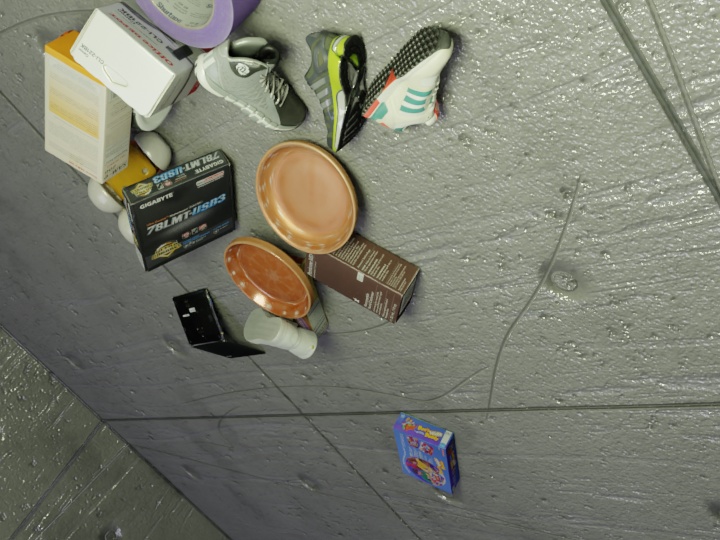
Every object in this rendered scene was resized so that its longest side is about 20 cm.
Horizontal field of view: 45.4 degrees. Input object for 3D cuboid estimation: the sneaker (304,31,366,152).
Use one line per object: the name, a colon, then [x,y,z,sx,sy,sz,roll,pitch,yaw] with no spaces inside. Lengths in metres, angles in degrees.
sneaker: [-0.038,-0.262,1.250,0.080,0.074,0.202,30,143,25]

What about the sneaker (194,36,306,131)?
sneaker: [-0.136,-0.277,1.264,0.198,0.077,0.114,20,149,-38]

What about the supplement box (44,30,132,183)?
supplement box: [-0.437,-0.260,1.384,0.124,0.074,0.202,30,132,11]

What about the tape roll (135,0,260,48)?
tape roll: [-0.237,-0.422,1.204,0.197,0.086,0.202,25,147,17]

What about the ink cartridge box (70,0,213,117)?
ink cartridge box: [-0.316,-0.324,1.286,0.144,0.201,0.084,39,115,-7]

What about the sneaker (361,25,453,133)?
sneaker: [0.083,-0.249,1.159,0.092,0.072,0.199,26,150,-20]

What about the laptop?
laptop: [-0.346,0.133,2.094,0.176,0.102,0.204,-13,99,50]

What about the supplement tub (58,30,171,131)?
supplement tub: [-0.423,-0.327,1.463,0.197,0.123,0.124,26,147,15]

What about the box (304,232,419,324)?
box: [0.000,0.000,1.539,0.197,0.075,0.101,30,148,13]

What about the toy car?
toy car: [-0.418,-0.164,1.664,0.201,0.174,0.150,50,179,-24]

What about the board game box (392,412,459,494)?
board game box: [0.152,0.418,1.960,0.132,0.045,0.202,18,144,25]

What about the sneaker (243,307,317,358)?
sneaker: [-0.160,0.136,1.758,0.114,0.075,0.199,28,173,-27]

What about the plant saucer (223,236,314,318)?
plant saucer: [-0.173,0.011,1.651,0.197,0.033,0.202,25,146,18]

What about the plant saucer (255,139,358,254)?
plant saucer: [-0.087,-0.126,1.447,0.197,0.037,0.204,16,124,24]

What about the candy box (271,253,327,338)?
candy box: [-0.146,0.049,1.754,0.115,0.057,0.202,16,141,28]

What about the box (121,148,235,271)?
box: [-0.330,-0.110,1.593,0.050,0.197,0.200,52,155,26]
